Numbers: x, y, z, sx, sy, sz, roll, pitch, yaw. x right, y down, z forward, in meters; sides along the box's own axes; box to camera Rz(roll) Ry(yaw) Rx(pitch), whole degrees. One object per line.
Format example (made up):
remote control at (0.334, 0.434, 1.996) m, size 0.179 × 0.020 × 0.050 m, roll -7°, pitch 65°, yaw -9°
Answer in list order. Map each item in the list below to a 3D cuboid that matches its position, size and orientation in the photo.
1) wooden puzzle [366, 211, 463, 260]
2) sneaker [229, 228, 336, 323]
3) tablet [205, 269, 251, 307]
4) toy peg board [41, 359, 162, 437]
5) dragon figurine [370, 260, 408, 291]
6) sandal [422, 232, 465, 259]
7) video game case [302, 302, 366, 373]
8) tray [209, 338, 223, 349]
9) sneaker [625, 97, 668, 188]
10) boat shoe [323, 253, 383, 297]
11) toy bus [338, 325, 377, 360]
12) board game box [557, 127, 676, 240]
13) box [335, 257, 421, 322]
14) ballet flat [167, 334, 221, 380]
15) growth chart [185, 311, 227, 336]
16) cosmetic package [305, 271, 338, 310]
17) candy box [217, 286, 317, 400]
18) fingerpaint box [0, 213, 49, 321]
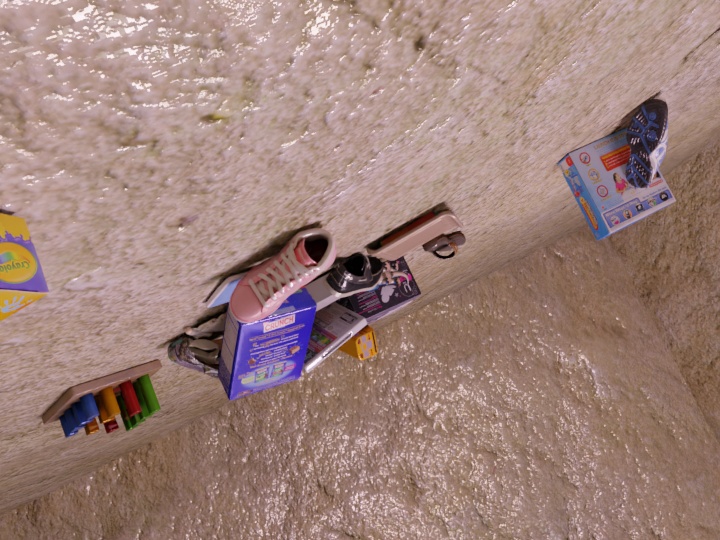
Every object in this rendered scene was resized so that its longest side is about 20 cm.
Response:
wooden puzzle at (0.119, -0.076, 1.300) m, size 0.196 × 0.038 × 0.185 m, roll -24°, pitch 171°, yaw 13°
sneaker at (-0.118, 0.001, 0.931) m, size 0.198 × 0.076 × 0.105 m, roll -35°, pitch 175°, yaw -14°
tablet at (-0.166, 0.013, 1.061) m, size 0.197 × 0.014 × 0.130 m, roll -18°, pitch 167°, yaw -38°
toy peg board at (-0.532, 0.294, 1.284) m, size 0.197 × 0.100 × 0.199 m, roll -15°, pitch 164°, yaw -49°
dragon figurine at (0.040, 0.015, 1.429) m, size 0.097 × 0.061 × 0.199 m, roll -10°, pitch 177°, yaw 28°
sandal at (0.223, -0.058, 1.576) m, size 0.081 × 0.056 × 0.199 m, roll -31°, pitch 169°, yaw 24°
video game case at (-0.105, 0.142, 1.412) m, size 0.181 × 0.023 × 0.198 m, roll -37°, pitch -149°, yaw -22°
tray at (-0.256, 0.161, 1.343) m, size 0.194 × 0.038 × 0.099 m, roll -9°, pitch 174°, yaw 2°
sneaker at (0.610, -0.278, 1.286) m, size 0.077 × 0.075 × 0.203 m, roll -41°, pitch 143°, yaw -28°
boat shoe at (0.000, 0.000, 1.272) m, size 0.199 × 0.071 × 0.069 m, roll -21°, pitch 145°, yaw -59°
toy bus at (-0.026, 0.175, 1.599) m, size 0.077 × 0.067 × 0.198 m, roll -20°, pitch -164°, yaw -27°
board game box at (0.578, -0.200, 1.372) m, size 0.196 × 0.200 × 0.056 m, roll -23°, pitch 170°, yaw -14°
box at (0.030, 0.065, 1.528) m, size 0.196 × 0.117 × 0.132 m, roll -20°, pitch 168°, yaw -30°
ballet flat at (-0.296, 0.182, 1.242) m, size 0.071 × 0.074 × 0.198 m, roll -31°, pitch 138°, yaw 30°
growth chart at (-0.246, 0.087, 1.215) m, size 0.196 × 0.018 × 0.145 m, roll -26°, pitch 169°, yaw -7°
cosmetic package at (-0.116, 0.065, 1.335) m, size 0.197 × 0.052 × 0.082 m, roll -28°, pitch 167°, yaw 12°
candy box at (-0.185, 0.139, 1.191) m, size 0.166 × 0.077 × 0.204 m, roll -12°, pitch 134°, yaw -35°
fingerpaint box at (-0.355, 0.015, 0.414) m, size 0.164 × 0.075 × 0.200 m, roll -27°, pitch 170°, yaw 9°
